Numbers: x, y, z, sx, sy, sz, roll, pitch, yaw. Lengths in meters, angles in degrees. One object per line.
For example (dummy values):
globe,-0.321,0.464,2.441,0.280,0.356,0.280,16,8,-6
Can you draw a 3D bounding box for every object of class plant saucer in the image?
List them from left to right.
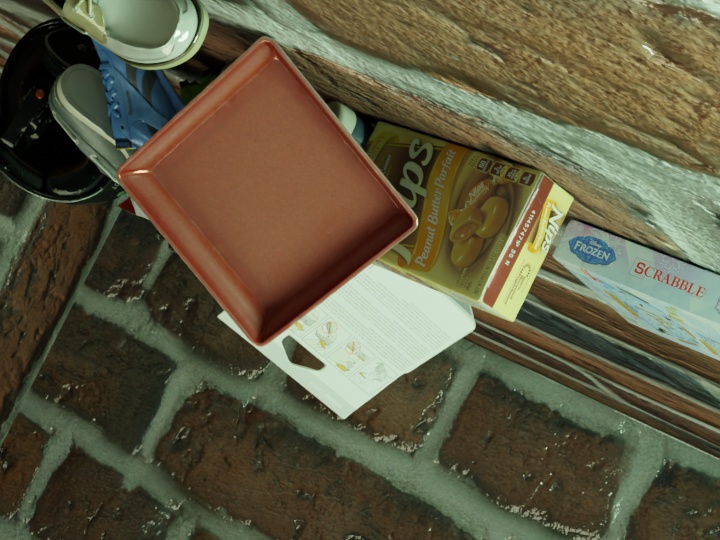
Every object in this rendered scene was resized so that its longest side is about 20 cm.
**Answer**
plant saucer,-0.077,-0.066,1.275,0.200,0.199,0.037,50,-153,-5

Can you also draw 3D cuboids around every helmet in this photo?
helmet,-0.305,-0.170,1.622,0.199,0.201,0.191,27,-160,-4

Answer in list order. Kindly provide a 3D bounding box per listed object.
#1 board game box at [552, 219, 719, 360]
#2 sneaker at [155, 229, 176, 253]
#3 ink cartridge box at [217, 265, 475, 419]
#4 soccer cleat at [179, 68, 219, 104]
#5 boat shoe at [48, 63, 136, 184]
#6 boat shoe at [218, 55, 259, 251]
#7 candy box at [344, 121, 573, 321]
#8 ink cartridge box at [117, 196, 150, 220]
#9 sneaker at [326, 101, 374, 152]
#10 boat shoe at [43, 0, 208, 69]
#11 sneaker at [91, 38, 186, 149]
board game box,0.296,0.035,1.343,0.199,0.041,0.200,25,175,35
sneaker,-0.123,-0.062,1.646,0.199,0.099,0.071,0,159,-1
ink cartridge box,-0.013,0.037,1.486,0.200,0.176,0.045,42,-157,-33
soccer cleat,-0.125,-0.148,1.459,0.082,0.067,0.200,68,167,-17
boat shoe,-0.233,-0.121,1.509,0.200,0.073,0.062,46,147,-18
boat shoe,-0.077,-0.093,1.334,0.071,0.202,0.068,-12,-169,2
candy box,0.070,-0.045,1.268,0.199,0.116,0.055,23,174,44
ink cartridge box,-0.186,-0.123,1.648,0.050,0.162,0.200,57,164,-24
sneaker,-0.037,-0.111,1.419,0.084,0.075,0.200,34,173,-25
boat shoe,-0.205,-0.215,1.197,0.199,0.075,0.068,25,-179,38
sneaker,-0.219,-0.166,1.443,0.201,0.078,0.066,58,173,-17
